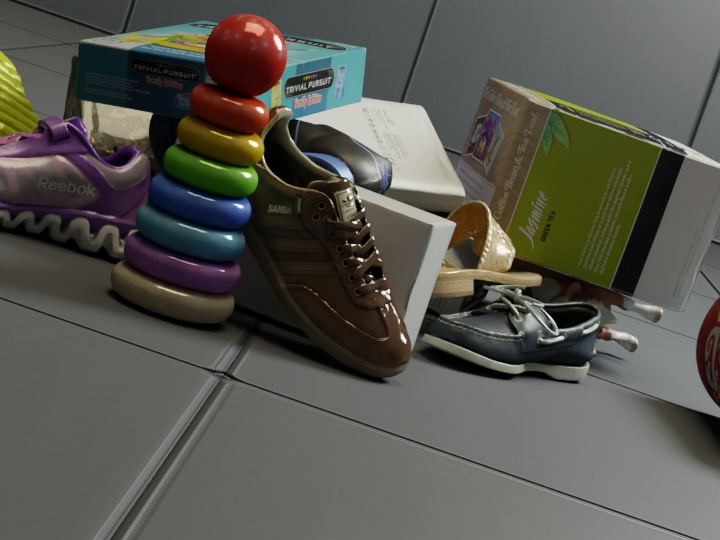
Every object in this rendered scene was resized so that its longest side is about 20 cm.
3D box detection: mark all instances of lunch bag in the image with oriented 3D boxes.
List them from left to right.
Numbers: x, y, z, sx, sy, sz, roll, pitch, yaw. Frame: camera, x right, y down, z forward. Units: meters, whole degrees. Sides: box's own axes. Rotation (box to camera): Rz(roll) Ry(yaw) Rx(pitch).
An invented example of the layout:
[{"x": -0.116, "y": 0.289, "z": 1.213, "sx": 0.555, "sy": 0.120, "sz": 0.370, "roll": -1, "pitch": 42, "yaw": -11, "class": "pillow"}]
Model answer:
[{"x": -0.168, "y": -0.112, "z": 1.846, "sx": 0.163, "sy": 0.118, "sz": 0.200, "roll": 8, "pitch": 12, "yaw": -15, "class": "lunch bag"}]

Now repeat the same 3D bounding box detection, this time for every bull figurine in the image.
[{"x": 0.191, "y": 0.030, "z": 1.935, "sx": 0.121, "sy": 0.065, "sz": 0.200, "roll": 20, "pitch": 9, "yaw": -22, "class": "bull figurine"}]

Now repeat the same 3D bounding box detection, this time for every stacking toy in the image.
[{"x": -0.098, "y": -0.071, "z": 1.417, "sx": 0.085, "sy": 0.201, "sz": 0.085, "roll": 17, "pitch": 9, "yaw": -3, "class": "stacking toy"}]

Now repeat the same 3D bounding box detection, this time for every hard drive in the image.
[{"x": -0.024, "y": -0.104, "z": 1.786, "sx": 0.199, "sy": 0.026, "sz": 0.132, "roll": 5, "pitch": 37, "yaw": -24, "class": "hard drive"}]

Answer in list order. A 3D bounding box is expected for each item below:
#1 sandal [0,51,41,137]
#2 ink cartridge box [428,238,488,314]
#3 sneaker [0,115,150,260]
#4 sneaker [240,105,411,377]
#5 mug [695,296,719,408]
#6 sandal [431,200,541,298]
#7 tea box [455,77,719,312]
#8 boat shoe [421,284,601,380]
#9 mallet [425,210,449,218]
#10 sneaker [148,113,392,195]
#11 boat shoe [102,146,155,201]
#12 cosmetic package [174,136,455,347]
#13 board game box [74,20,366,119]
[{"x": -0.294, "y": -0.104, "z": 1.673, "sx": 0.079, "sy": 0.087, "sz": 0.200, "roll": 42, "pitch": 11, "yaw": -40, "class": "sandal"}, {"x": 0.024, "y": -0.030, "z": 1.915, "sx": 0.198, "sy": 0.044, "sz": 0.200, "roll": 28, "pitch": 13, "yaw": 10, "class": "ink cartridge box"}, {"x": -0.234, "y": -0.073, "z": 1.535, "sx": 0.199, "sy": 0.089, "sz": 0.080, "roll": 14, "pitch": 10, "yaw": -24, "class": "sneaker"}, {"x": -0.025, "y": -0.020, "z": 1.447, "sx": 0.200, "sy": 0.076, "sz": 0.070, "roll": 50, "pitch": 36, "yaw": 11, "class": "sneaker"}, {"x": 0.358, "y": 0.090, "z": 1.684, "sx": 0.177, "sy": 0.134, "sz": 0.200, "roll": 17, "pitch": 11, "yaw": 1, "class": "mug"}, {"x": 0.089, "y": -0.020, "z": 1.723, "sx": 0.077, "sy": 0.070, "sz": 0.211, "roll": 4, "pitch": 6, "yaw": 28, "class": "sandal"}, {"x": 0.195, "y": -0.071, "z": 1.897, "sx": 0.196, "sy": 0.134, "sz": 0.200, "roll": 19, "pitch": 8, "yaw": -9, "class": "tea box"}, {"x": 0.122, "y": 0.045, "z": 1.660, "sx": 0.200, "sy": 0.062, "sz": 0.075, "roll": 10, "pitch": 15, "yaw": -47, "class": "boat shoe"}, {"x": 0.011, "y": -0.028, "z": 1.743, "sx": 0.066, "sy": 0.041, "sz": 0.200, "roll": 24, "pitch": 22, "yaw": 16, "class": "mallet"}, {"x": -0.069, "y": -0.086, "z": 1.656, "sx": 0.199, "sy": 0.070, "sz": 0.078, "roll": 21, "pitch": 23, "yaw": 31, "class": "sneaker"}, {"x": -0.177, "y": -0.060, "z": 1.659, "sx": 0.199, "sy": 0.067, "sz": 0.070, "roll": 24, "pitch": 9, "yaw": 31, "class": "boat shoe"}, {"x": -0.045, "y": -0.019, "z": 1.542, "sx": 0.199, "sy": 0.108, "sz": 0.085, "roll": 22, "pitch": 7, "yaw": 11, "class": "cosmetic package"}, {"x": -0.104, "y": -0.153, "z": 1.668, "sx": 0.150, "sy": 0.047, "sz": 0.200, "roll": 12, "pitch": 15, "yaw": 21, "class": "board game box"}]
